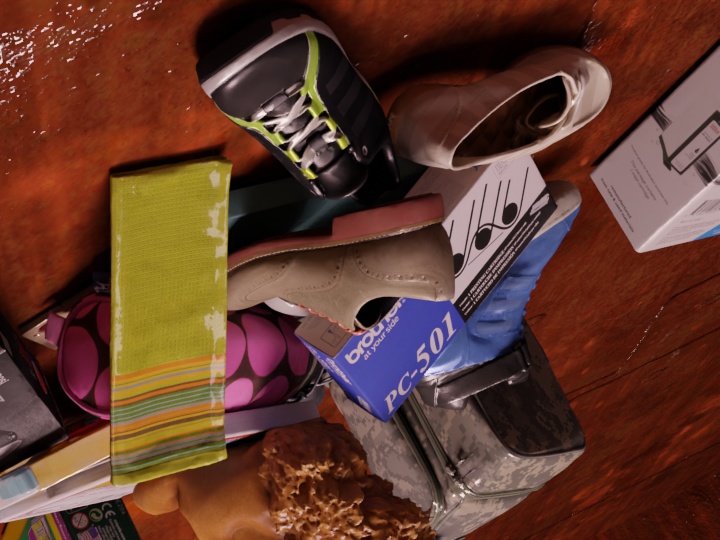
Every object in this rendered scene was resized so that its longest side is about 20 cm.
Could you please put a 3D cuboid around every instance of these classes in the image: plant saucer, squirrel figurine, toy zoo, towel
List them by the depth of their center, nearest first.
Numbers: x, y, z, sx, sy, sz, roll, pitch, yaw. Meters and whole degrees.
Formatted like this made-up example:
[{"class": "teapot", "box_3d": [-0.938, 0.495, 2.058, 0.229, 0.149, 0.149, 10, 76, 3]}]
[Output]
[{"class": "towel", "box_3d": [-0.115, 0.033, 1.072, 0.086, 0.018, 0.201, -15, 117, -40]}, {"class": "plant saucer", "box_3d": [-0.035, -0.041, 1.175, 0.199, 0.019, 0.070, -15, 154, -39]}, {"class": "toy zoo", "box_3d": [-0.209, 0.127, 1.234, 0.131, 0.021, 0.200, -26, -175, 6]}, {"class": "squirrel figurine", "box_3d": [-0.038, 0.206, 1.235, 0.141, 0.188, 0.200, -10, 168, -39]}]

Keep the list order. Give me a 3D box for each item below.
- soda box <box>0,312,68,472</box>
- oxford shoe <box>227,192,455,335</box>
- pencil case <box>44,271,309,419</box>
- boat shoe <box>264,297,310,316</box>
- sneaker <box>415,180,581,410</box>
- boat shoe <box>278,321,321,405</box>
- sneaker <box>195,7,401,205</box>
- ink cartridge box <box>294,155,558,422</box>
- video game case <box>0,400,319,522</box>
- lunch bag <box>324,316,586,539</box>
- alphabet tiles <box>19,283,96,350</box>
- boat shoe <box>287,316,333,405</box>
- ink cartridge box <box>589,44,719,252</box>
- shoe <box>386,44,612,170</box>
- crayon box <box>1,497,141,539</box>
[{"class": "soda box", "box_3d": [-0.242, 0.069, 1.103, 0.070, 0.064, 0.200, -27, 161, -7]}, {"class": "oxford shoe", "box_3d": [-0.025, 0.008, 1.113, 0.199, 0.075, 0.070, -16, 180, 43]}, {"class": "pencil case", "box_3d": [-0.120, 0.053, 1.189, 0.200, 0.093, 0.091, 9, 93, -61]}, {"class": "boat shoe", "box_3d": [0.000, 0.000, 1.262, 0.199, 0.071, 0.064, -16, 158, -40]}, {"class": "sneaker", "box_3d": [0.109, 0.024, 1.360, 0.200, 0.112, 0.077, -40, -158, -20]}, {"class": "boat shoe", "box_3d": [-0.096, 0.085, 1.336, 0.201, 0.072, 0.060, -28, 170, 35]}, {"class": "sneaker", "box_3d": [-0.020, -0.084, 0.995, 0.072, 0.083, 0.200, -34, 161, 15]}, {"class": "ink cartridge box", "box_3d": [0.048, -0.002, 1.205, 0.200, 0.044, 0.094, -51, 141, -11]}, {"class": "video game case", "box_3d": [-0.145, 0.137, 1.262, 0.199, 0.018, 0.143, -23, 170, 29]}, {"class": "lunch bag", "box_3d": [0.068, 0.122, 1.475, 0.139, 0.201, 0.168, -5, 149, -50]}, {"class": "alphabet tiles", "box_3d": [-0.127, 0.020, 1.231, 0.167, 0.008, 0.200, -31, 162, 6]}, {"class": "boat shoe", "box_3d": [-0.057, 0.085, 1.415, 0.074, 0.062, 0.200, -20, 158, -19]}, {"class": "ink cartridge box", "box_3d": [0.303, -0.110, 1.394, 0.145, 0.085, 0.200, -10, 153, -42]}, {"class": "shoe", "box_3d": [0.102, -0.098, 1.129, 0.199, 0.053, 0.070, -19, 123, -40]}, {"class": "crayon box", "box_3d": [-0.216, 0.264, 1.430, 0.058, 0.201, 0.173, -19, 159, -28]}]
